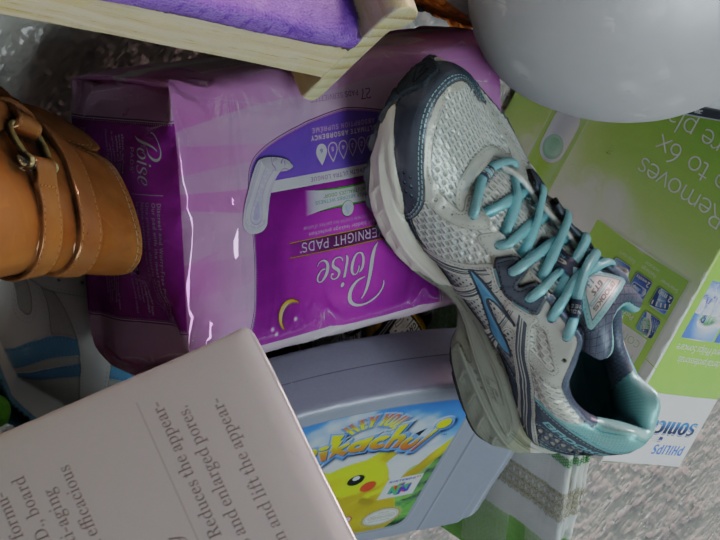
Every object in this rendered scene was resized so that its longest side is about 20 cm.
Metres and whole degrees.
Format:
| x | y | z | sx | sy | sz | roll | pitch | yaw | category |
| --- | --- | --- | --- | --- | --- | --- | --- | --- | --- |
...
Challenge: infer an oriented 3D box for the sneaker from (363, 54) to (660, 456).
| x | y | z | sx | sy | sz | roll | pitch | yaw | category |
| --- | --- | --- | --- | --- | --- | --- | --- | --- | --- |
| 0.072 | -0.005 | 1.134 | 0.078 | 0.086 | 0.201 | -48 | 129 | -28 | sneaker |

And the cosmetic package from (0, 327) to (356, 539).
| x | y | z | sx | sy | sz | roll | pitch | yaw | category |
| --- | --- | --- | --- | --- | --- | --- | --- | --- | --- |
| -0.091 | 0.159 | 1.028 | 0.199 | 0.166 | 0.165 | -24 | 149 | -8 | cosmetic package |

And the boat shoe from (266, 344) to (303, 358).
| x | y | z | sx | sy | sz | roll | pitch | yaw | category |
| --- | --- | --- | --- | --- | --- | --- | --- | --- | --- |
| -0.056 | 0.060 | 1.280 | 0.072 | 0.067 | 0.201 | -35 | 143 | -26 | boat shoe |

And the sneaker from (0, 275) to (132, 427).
| x | y | z | sx | sy | sz | roll | pitch | yaw | category |
| --- | --- | --- | --- | --- | --- | --- | --- | --- | --- |
| -0.139 | 0.014 | 1.139 | 0.081 | 0.076 | 0.200 | -58 | 154 | -11 | sneaker |

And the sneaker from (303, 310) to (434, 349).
| x | y | z | sx | sy | sz | roll | pitch | yaw | category |
| --- | --- | --- | --- | --- | --- | --- | --- | --- | --- |
| 0.000 | 0.000 | 1.280 | 0.078 | 0.082 | 0.201 | -37 | 140 | -23 | sneaker |

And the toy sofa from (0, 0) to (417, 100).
| x | y | z | sx | sy | sz | roll | pitch | yaw | category |
| --- | --- | --- | --- | --- | --- | --- | --- | --- | --- |
| -0.069 | -0.133 | 1.013 | 0.199 | 0.083 | 0.098 | 8 | 142 | -43 | toy sofa |

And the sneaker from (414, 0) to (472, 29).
| x | y | z | sx | sy | sz | roll | pitch | yaw | category |
| --- | --- | --- | --- | --- | --- | --- | --- | --- | --- |
| 0.053 | -0.154 | 1.229 | 0.200 | 0.075 | 0.092 | 15 | 98 | -61 | sneaker |

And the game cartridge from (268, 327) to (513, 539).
| x | y | z | sx | sy | sz | roll | pitch | yaw | category |
| --- | --- | --- | --- | --- | --- | --- | --- | --- | --- |
| -0.010 | 0.080 | 1.249 | 0.199 | 0.041 | 0.134 | -9 | 143 | -28 | game cartridge |

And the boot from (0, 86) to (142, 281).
| x | y | z | sx | sy | sz | roll | pitch | yaw | category |
| --- | --- | --- | --- | --- | --- | --- | --- | --- | --- |
| -0.139 | -0.012 | 0.992 | 0.077 | 0.200 | 0.155 | -49 | 141 | 15 | boot |

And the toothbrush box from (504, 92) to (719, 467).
| x | y | z | sx | sy | sz | roll | pitch | yaw | category |
| --- | --- | --- | --- | --- | --- | --- | --- | --- | --- |
| 0.134 | -0.025 | 1.369 | 0.086 | 0.145 | 0.201 | 7 | 116 | -54 | toothbrush box |

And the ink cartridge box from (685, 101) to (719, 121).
| x | y | z | sx | sy | sz | roll | pitch | yaw | category |
| --- | --- | --- | --- | --- | --- | --- | --- | --- | --- |
| 0.220 | -0.159 | 1.259 | 0.043 | 0.199 | 0.199 | 29 | 73 | -83 | ink cartridge box |

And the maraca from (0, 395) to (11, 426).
| x | y | z | sx | sy | sz | roll | pitch | yaw | category |
| --- | --- | --- | --- | --- | --- | --- | --- | --- | --- |
| -0.209 | 0.047 | 1.039 | 0.136 | 0.108 | 0.200 | -9 | 161 | 12 | maraca |

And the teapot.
| x | y | z | sx | sy | sz | roll | pitch | yaw | category |
| --- | --- | --- | --- | --- | --- | --- | --- | --- | --- |
| 0.141 | -0.148 | 1.139 | 0.200 | 0.145 | 0.199 | -30 | 130 | -55 | teapot |

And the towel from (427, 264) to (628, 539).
| x | y | z | sx | sy | sz | roll | pitch | yaw | category |
| --- | --- | --- | --- | --- | --- | --- | --- | --- | --- |
| 0.058 | 0.049 | 1.340 | 0.031 | 0.149 | 0.201 | -29 | 141 | -36 | towel |

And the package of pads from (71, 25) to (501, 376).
| x | y | z | sx | sy | sz | roll | pitch | yaw | category |
| --- | --- | --- | --- | --- | --- | --- | --- | --- | --- |
| -0.024 | -0.032 | 1.145 | 0.199 | 0.075 | 0.121 | -13 | 104 | -43 | package of pads |
